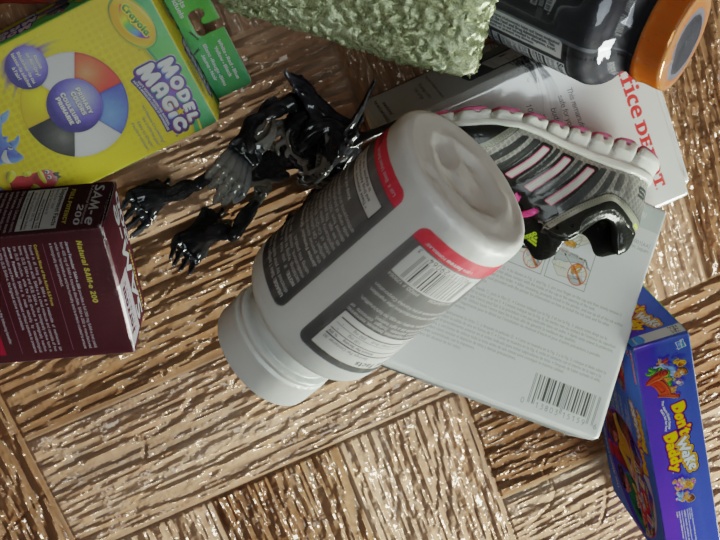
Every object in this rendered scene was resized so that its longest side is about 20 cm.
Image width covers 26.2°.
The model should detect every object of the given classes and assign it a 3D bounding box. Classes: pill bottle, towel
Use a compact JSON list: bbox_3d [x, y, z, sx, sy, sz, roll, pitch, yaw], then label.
[{"bbox_3d":[0.000,0.000,0.988,0.110,0.111,0.200,37,121,-22],"label":"pill bottle"},{"bbox_3d":[-0.001,-0.213,0.987,0.198,0.037,0.150,18,110,3],"label":"towel"},{"bbox_3d":[0.132,-0.193,1.033,0.199,0.106,0.107,29,107,20],"label":"pill bottle"}]

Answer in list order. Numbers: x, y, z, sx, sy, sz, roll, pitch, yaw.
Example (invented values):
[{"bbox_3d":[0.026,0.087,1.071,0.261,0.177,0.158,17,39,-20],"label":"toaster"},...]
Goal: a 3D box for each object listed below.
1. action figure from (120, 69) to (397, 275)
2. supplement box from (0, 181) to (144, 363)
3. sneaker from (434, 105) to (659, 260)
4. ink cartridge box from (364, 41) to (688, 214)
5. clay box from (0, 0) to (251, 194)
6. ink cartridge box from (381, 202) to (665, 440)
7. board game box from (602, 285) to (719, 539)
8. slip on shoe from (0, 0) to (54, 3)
[{"bbox_3d":[-0.064,-0.056,1.065,0.198,0.103,0.119,-24,126,29],"label":"action figure"},{"bbox_3d":[-0.257,0.006,1.066,0.197,0.061,0.110,-4,126,5],"label":"supplement box"},{"bbox_3d":[0.112,-0.054,1.043,0.197,0.074,0.089,10,81,-23],"label":"sneaker"},{"bbox_3d":[0.121,-0.090,1.134,0.198,0.084,0.147,-24,114,-1],"label":"ink cartridge box"},{"bbox_3d":[-0.185,-0.127,1.057,0.198,0.048,0.116,-25,115,10],"label":"clay box"},{"bbox_3d":[0.104,0.007,1.103,0.198,0.043,0.176,21,83,-18],"label":"ink cartridge box"},{"bbox_3d":[0.225,0.116,1.211,0.044,0.135,0.202,-16,114,-5],"label":"board game box"},{"bbox_3d":[-0.227,-0.200,1.024,0.198,0.074,0.062,-26,118,-7],"label":"slip on shoe"}]
